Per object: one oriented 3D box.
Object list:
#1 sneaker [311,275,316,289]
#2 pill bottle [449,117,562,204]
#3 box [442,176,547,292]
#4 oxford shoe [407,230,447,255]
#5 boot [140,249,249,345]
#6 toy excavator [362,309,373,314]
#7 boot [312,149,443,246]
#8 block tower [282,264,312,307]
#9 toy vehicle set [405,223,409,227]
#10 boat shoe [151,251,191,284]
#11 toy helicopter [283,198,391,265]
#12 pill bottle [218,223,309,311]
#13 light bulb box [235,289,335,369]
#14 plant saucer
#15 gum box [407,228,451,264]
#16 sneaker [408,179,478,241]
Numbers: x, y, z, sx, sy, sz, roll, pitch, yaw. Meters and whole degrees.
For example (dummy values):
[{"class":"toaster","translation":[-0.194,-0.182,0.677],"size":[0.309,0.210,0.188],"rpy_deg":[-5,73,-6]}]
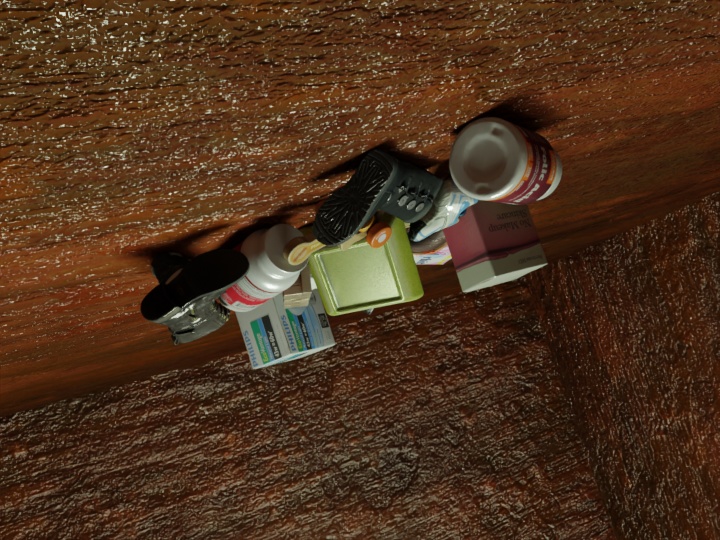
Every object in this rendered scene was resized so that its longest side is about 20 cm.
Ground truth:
[{"class":"sneaker","translation":[-0.082,0.007,1.494],"size":[0.199,0.074,0.115],"rpy_deg":[2,162,-37]},{"class":"pill bottle","translation":[0.225,-0.157,0.935],"size":[0.114,0.115,0.199],"rpy_deg":[-23,169,33]},{"class":"box","translation":[0.231,-0.078,1.136],"size":[0.127,0.201,0.109],"rpy_deg":[-13,169,-27]},{"class":"oxford shoe","translation":[0.162,-0.088,1.272],"size":[0.199,0.072,0.073],"rpy_deg":[-18,143,21]},{"class":"boot","translation":[-0.255,0.050,1.046],"size":[0.199,0.070,0.174],"rpy_deg":[-28,158,-1]},{"class":"toy excavator","translation":[0.023,-0.008,1.369],"size":[0.201,0.099,0.195],"rpy_deg":[-59,171,-23]},{"class":"boot","translation":[0.032,-0.099,0.957],"size":[0.165,0.066,0.200],"rpy_deg":[-45,163,19]},{"class":"block tower","translation":[-0.129,0.034,1.238],"size":[0.057,0.054,0.200],"rpy_deg":[-6,170,-9]},{"class":"toy vehicle set","translation":[0.151,-0.126,1.259],"size":[0.199,0.027,0.124],"rpy_deg":[-13,170,-27]},{"class":"boat shoe","translation":[-0.314,0.010,1.101],"size":[0.076,0.060,0.200],"rpy_deg":[-41,174,-14]},{"class":"toy helicopter","translation":[-0.038,-0.073,1.015],"size":[0.199,0.079,0.133],"rpy_deg":[-31,150,-22]},{"class":"pill bottle","translation":[-0.174,-0.005,1.091],"size":[0.112,0.113,0.200],"rpy_deg":[-10,168,-39]},{"class":"light bulb box","translation":[-0.188,0.120,1.539],"size":[0.124,0.200,0.200],"rpy_deg":[-24,170,27]},{"class":"plant saucer","translation":[0.000,0.000,1.156],"size":[0.198,0.201,0.048],"rpy_deg":[-12,-148,12]},{"class":"gum box","translation":[0.167,-0.068,1.428],"size":[0.113,0.067,0.200],"rpy_deg":[0,167,-13]},{"class":"sneaker","translation":[0.137,-0.097,1.093],"size":[0.072,0.072,0.200],"rpy_deg":[11,161,-16]}]
